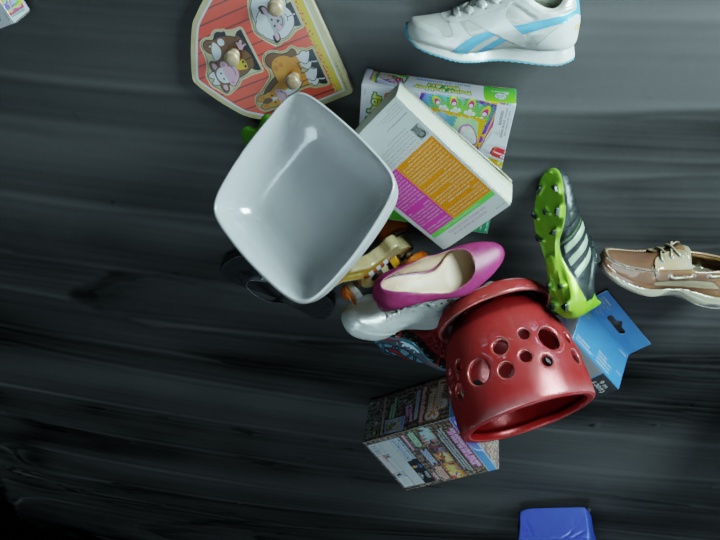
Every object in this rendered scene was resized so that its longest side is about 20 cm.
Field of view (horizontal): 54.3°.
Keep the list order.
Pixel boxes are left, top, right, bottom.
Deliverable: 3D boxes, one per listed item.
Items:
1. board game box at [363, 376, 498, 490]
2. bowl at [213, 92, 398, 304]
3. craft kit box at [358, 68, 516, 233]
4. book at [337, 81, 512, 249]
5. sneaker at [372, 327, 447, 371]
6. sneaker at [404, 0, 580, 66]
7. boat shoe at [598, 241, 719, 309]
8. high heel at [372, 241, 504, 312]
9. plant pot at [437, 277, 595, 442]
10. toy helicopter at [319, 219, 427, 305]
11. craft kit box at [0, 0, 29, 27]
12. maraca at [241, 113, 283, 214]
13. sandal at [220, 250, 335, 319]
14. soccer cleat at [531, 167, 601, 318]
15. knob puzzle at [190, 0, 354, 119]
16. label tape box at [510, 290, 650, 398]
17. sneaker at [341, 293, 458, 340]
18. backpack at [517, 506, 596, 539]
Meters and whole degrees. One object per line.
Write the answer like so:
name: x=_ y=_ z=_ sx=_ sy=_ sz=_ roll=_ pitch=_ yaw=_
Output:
board game box: x=0.129 y=0.294 z=1.268 sx=0.196 sy=0.098 sz=0.161 roll=-21 pitch=124 yaw=27
bowl: x=-0.061 y=-0.082 z=0.854 sx=0.200 sy=0.074 sz=0.201 roll=44 pitch=100 yaw=19
craft kit box: x=0.091 y=-0.152 z=0.925 sx=0.191 sy=0.049 sz=0.204 roll=10 pitch=132 yaw=7
book: x=0.079 y=-0.123 z=0.895 sx=0.198 sy=0.049 sz=0.133 roll=37 pitch=132 yaw=-19
sneaker: x=0.076 y=0.104 z=1.145 sx=0.197 sy=0.081 sz=0.095 roll=30 pitch=153 yaw=-17
sneaker: x=0.146 y=-0.281 z=0.787 sx=0.193 sy=0.077 sz=0.083 roll=1 pitch=123 yaw=2
boat shoe: x=0.426 y=-0.008 z=0.970 sx=0.194 sy=0.077 sz=0.073 roll=10 pitch=125 yaw=-6
high heel: x=0.109 y=0.004 z=0.933 sx=0.196 sy=0.069 sz=0.096 roll=-26 pitch=166 yaw=-5
plant pot: x=0.211 y=0.128 z=1.008 sx=0.194 sy=0.187 sz=0.202 roll=-13 pitch=153 yaw=-7
toy helicopter: x=0.000 y=0.000 z=0.970 sx=0.132 sy=0.198 sz=0.080 roll=-43 pitch=73 yaw=29
craft kit box: x=-0.541 y=-0.372 z=0.848 sx=0.192 sy=0.049 sz=0.203 roll=-13 pitch=127 yaw=18
maraca: x=-0.115 y=-0.110 z=0.961 sx=0.133 sy=0.108 sz=0.205 roll=14 pitch=121 yaw=7
sandal: x=-0.131 y=0.025 z=1.122 sx=0.195 sy=0.043 sz=0.077 roll=23 pitch=131 yaw=-9
soccer cleat: x=0.282 y=-0.039 z=0.949 sx=0.079 sy=0.067 sz=0.207 roll=-14 pitch=100 yaw=-26
knob puzzle: x=-0.131 y=-0.266 z=0.877 sx=0.212 sy=0.031 sz=0.224 roll=6 pitch=132 yaw=6
label tape box: x=0.341 y=0.137 z=1.112 sx=0.198 sy=0.064 sz=0.144 roll=-32 pitch=119 yaw=33
sneaker: x=0.071 y=0.040 z=1.029 sx=0.196 sy=0.075 sz=0.116 roll=-6 pitch=150 yaw=-39
backpack: x=0.405 y=0.601 z=1.438 sx=0.158 sy=0.171 sz=0.203 roll=-5 pitch=135 yaw=23
